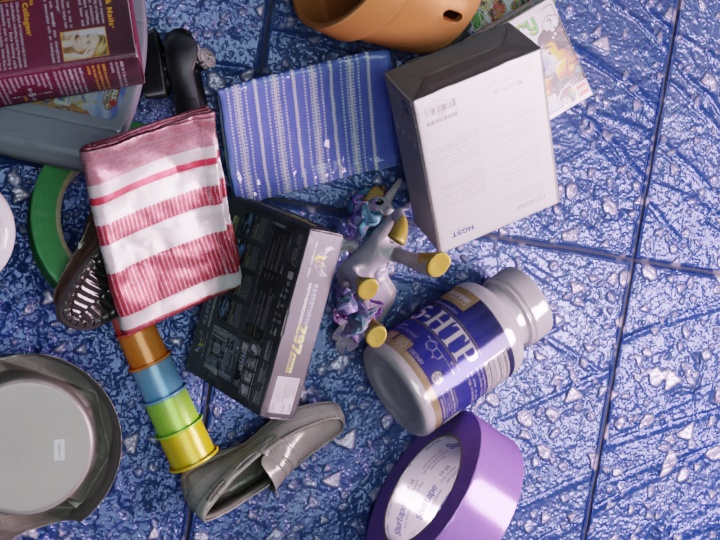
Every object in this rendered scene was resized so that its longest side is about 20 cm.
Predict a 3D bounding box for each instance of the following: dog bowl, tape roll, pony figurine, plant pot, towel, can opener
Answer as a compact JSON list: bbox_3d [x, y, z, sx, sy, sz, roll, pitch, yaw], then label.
[{"bbox_3d":[-0.353,0.181,1.441,0.198,0.059,0.202,-2,97,-17],"label":"dog bowl"},{"bbox_3d":[-0.245,-0.052,1.431,0.198,0.048,0.203,3,80,-18],"label":"tape roll"},{"bbox_3d":[0.000,0.000,1.483,0.166,0.200,0.193,36,100,-24],"label":"pony figurine"},{"bbox_3d":[0.092,0.257,1.515,0.065,0.200,0.201,34,86,-17],"label":"tape roll"},{"bbox_3d":[0.042,-0.320,1.451,0.139,0.200,0.202,23,89,-34],"label":"plant pot"},{"bbox_3d":[-0.052,-0.154,1.489,0.198,0.024,0.146,-16,125,-16],"label":"towel"},{"bbox_3d":[-0.192,-0.048,1.349,0.143,0.023,0.202,-24,121,-29],"label":"towel"},{"bbox_3d":[-0.177,-0.163,1.430,0.078,0.063,0.202,-21,76,15],"label":"can opener"}]

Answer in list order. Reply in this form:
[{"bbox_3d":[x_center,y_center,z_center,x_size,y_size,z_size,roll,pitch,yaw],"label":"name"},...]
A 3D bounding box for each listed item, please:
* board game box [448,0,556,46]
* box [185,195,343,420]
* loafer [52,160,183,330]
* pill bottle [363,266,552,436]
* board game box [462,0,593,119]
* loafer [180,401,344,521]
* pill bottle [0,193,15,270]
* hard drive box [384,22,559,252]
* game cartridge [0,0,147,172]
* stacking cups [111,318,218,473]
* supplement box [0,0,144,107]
[{"bbox_3d":[0.177,-0.326,1.571,0.104,0.023,0.202,20,90,-16],"label":"board game box"},{"bbox_3d":[-0.104,0.036,1.442,0.051,0.157,0.202,11,97,-40],"label":"box"},{"bbox_3d":[-0.244,-0.032,1.377,0.073,0.071,0.201,40,80,-42],"label":"loafer"},{"bbox_3d":[0.113,0.084,1.541,0.199,0.119,0.120,-33,105,-21],"label":"pill bottle"},{"bbox_3d":[0.152,-0.207,1.552,0.199,0.035,0.127,-31,111,-5],"label":"board game box"},{"bbox_3d":[-0.101,0.212,1.511,0.199,0.070,0.070,-29,137,-9],"label":"loafer"},{"bbox_3d":[-0.392,-0.040,1.329,0.110,0.200,0.112,-2,97,-17],"label":"pill bottle"},{"bbox_3d":[0.124,-0.142,1.485,0.155,0.077,0.201,-22,128,-12],"label":"hard drive box"},{"bbox_3d":[-0.288,-0.203,1.395,0.132,0.042,0.202,10,78,0],"label":"game cartridge"},{"bbox_3d":[-0.222,0.118,1.477,0.060,0.060,0.201,-28,100,-13],"label":"stacking cups"},{"bbox_3d":[-0.318,-0.230,1.335,0.198,0.086,0.112,-10,79,-7],"label":"supplement box"}]
